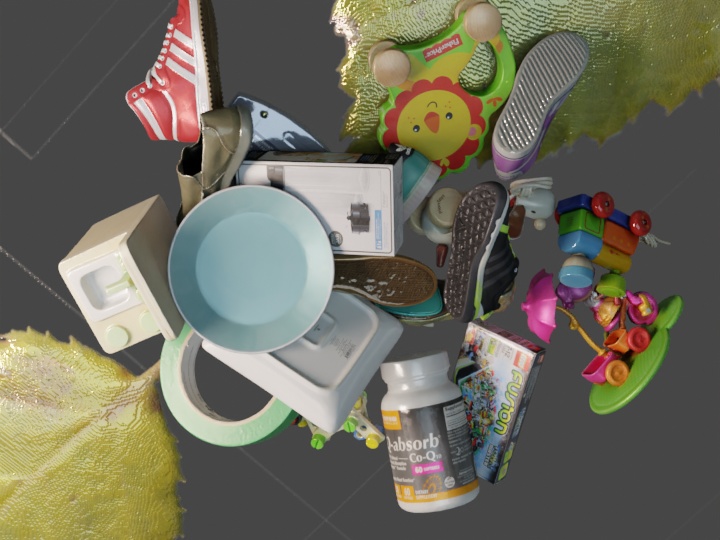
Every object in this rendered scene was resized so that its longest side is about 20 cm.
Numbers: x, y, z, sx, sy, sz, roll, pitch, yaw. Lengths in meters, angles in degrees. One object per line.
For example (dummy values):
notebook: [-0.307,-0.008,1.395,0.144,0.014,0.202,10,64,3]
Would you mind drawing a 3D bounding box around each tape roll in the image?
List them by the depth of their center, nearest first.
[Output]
tape roll: [-0.162,0.127,1.274,0.198,0.048,0.203,-2,82,14]

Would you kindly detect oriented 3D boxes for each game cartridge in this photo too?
game cartridge: [-0.107,-0.129,1.252,0.199,0.041,0.133,39,104,-16]

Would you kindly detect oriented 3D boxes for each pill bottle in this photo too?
pill bottle: [0.090,0.215,1.320,0.115,0.116,0.202,-11,89,-2]

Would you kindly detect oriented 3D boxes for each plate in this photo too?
plate: [-0.130,-0.002,1.164,0.198,0.026,0.203,-1,94,-8]
plate: [-0.064,0.075,1.221,0.199,0.200,0.032,33,141,5]

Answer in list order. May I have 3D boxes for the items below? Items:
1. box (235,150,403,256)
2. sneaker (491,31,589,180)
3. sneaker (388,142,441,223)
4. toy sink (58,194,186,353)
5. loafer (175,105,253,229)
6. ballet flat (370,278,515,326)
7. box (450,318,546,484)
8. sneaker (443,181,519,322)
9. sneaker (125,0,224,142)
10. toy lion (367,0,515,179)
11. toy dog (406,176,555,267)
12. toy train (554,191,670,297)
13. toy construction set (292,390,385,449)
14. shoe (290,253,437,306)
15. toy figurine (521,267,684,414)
box: [-0.049,-0.083,1.193,0.198,0.060,0.118,4,110,13]
sneaker: [0.223,-0.206,1.247,0.072,0.114,0.201,31,74,16]
sneaker: [0.017,-0.080,1.253,0.080,0.072,0.200,35,118,-6]
toy sink: [-0.282,0.012,1.191,0.111,0.200,0.131,-23,110,8]
loafer: [-0.191,-0.119,1.167,0.069,0.076,0.201,6,132,-28]
ballet flat: [0.114,0.044,1.320,0.198,0.071,0.071,-11,109,0]
box: [0.175,0.180,1.348,0.109,0.035,0.202,24,109,31]
sneaker: [0.159,-0.024,1.207,0.082,0.072,0.202,-8,129,-27]
sneaker: [-0.230,-0.255,1.181,0.111,0.071,0.202,-3,96,10]
toy lion: [0.107,-0.219,1.235,0.199,0.069,0.193,-26,115,3]
toy dog: [0.159,-0.057,1.264,0.198,0.132,0.097,-6,86,6]
toy train: [0.340,-0.016,1.281,0.199,0.084,0.117,21,71,-28]
toy construction set: [-0.052,0.154,1.320,0.130,0.092,0.202,-12,102,25]
shoe: [0.000,0.000,1.231,0.198,0.053,0.071,7,112,-10]
toy figurine: [0.313,0.058,1.317,0.184,0.150,0.201,39,79,-6]
